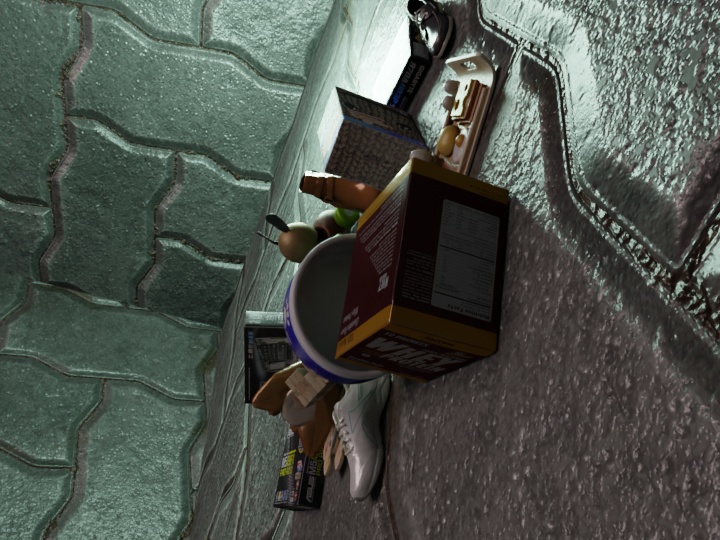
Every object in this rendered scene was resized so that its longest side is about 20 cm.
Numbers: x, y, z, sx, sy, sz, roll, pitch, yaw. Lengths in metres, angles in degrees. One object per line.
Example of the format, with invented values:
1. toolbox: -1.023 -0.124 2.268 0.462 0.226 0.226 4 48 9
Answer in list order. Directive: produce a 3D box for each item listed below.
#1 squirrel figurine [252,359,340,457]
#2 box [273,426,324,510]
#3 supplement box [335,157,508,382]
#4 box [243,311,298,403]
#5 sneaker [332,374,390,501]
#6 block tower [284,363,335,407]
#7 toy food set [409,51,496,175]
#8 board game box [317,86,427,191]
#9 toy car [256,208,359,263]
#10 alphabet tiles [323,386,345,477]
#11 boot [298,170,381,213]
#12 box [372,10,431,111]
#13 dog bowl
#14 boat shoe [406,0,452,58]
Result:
1. squirrel figurine: -0.076 0.192 1.242 0.202 0.140 0.187 -58 -5 6
2. box: -0.114 0.377 1.369 0.200 0.043 0.164 137 144 -63
3. supplement box: 0.072 0.010 0.875 0.197 0.130 0.204 138 145 -63
4. box: -0.151 0.176 1.393 0.050 0.154 0.203 -95 10 -55
5. sneaker: -0.007 0.237 1.052 0.070 0.079 0.204 132 148 -55
6. block tower: -0.029 0.121 1.106 0.200 0.058 0.054 -46 -16 8
7. toy food set: 0.125 -0.213 1.036 0.143 0.059 0.204 -139 65 -74
8. board game box: 0.016 -0.233 1.267 0.201 0.156 0.098 -103 33 -59
9. toy car: -0.123 -0.076 1.543 0.164 0.196 0.161 131 151 -57
10. alphabet tiles: -0.028 0.241 1.200 0.196 0.014 0.204 -105 32 -75
11. boot: -0.036 -0.171 1.402 0.200 0.152 0.078 177 109 -74
12. box: 0.077 -0.387 1.406 0.201 0.045 0.161 120 159 -46
13. dog bowl: -0.009 0.056 1.001 0.079 0.196 0.204 137 146 -65
14. boat shoe: 0.119 -0.443 1.274 0.202 0.061 0.073 -95 25 -52
